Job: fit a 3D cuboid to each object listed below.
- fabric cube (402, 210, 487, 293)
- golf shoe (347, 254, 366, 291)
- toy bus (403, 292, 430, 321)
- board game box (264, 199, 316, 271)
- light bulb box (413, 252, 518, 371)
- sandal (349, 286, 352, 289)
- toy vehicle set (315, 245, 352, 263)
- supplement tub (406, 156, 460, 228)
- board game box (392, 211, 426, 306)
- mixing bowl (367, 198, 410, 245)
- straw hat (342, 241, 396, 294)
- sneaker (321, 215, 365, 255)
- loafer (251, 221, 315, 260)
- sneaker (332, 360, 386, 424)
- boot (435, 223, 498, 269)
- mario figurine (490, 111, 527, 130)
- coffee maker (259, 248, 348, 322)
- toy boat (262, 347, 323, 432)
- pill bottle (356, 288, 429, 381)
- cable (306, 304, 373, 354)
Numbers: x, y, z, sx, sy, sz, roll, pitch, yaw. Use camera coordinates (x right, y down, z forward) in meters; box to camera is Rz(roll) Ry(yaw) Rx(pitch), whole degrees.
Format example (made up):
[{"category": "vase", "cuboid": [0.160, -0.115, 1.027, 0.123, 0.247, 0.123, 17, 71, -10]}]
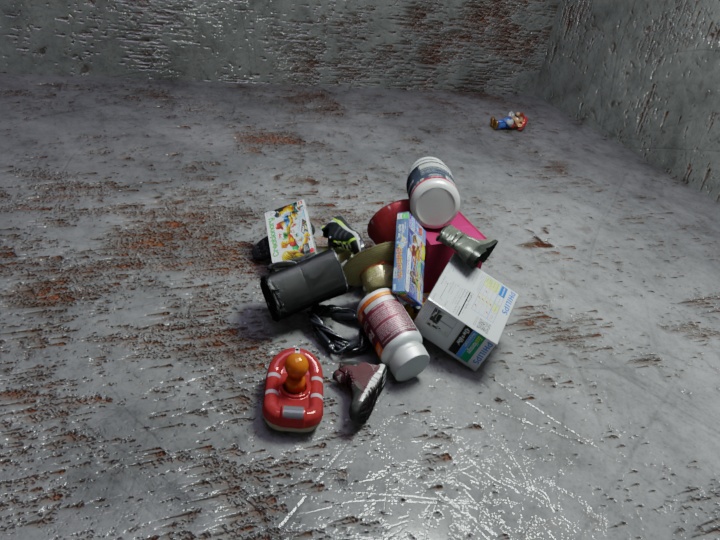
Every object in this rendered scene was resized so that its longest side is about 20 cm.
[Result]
[{"category": "fabric cube", "cuboid": [0.222, -0.038, 1.797, 0.190, 0.204, 0.201, -3, 33, -22]}, {"category": "golf shoe", "cuboid": [0.000, 0.000, 1.802, 0.075, 0.091, 0.200, -2, 9, -6]}, {"category": "toy bus", "cuboid": [0.193, 0.103, 1.690, 0.194, 0.067, 0.079, -6, 34, -25]}, {"category": "board game box", "cuboid": [-0.198, -0.100, 1.770, 0.123, 0.035, 0.204, -19, 53, 3]}, {"category": "light bulb box", "cuboid": [0.262, 0.101, 1.576, 0.197, 0.126, 0.199, 33, 47, 6]}, {"category": "sandal", "cuboid": [-0.103, 0.041, 1.717, 0.196, 0.078, 0.047, -7, 8, -40]}, {"category": "toy vehicle set", "cuboid": [-0.134, -0.036, 1.788, 0.195, 0.027, 0.124, 2, 24, 32]}, {"category": "supplement tub", "cuboid": [0.199, -0.221, 1.755, 0.136, 0.144, 0.202, 7, 30, -5]}, {"category": "board game box", "cuboid": [0.125, -0.026, 1.589, 0.033, 0.207, 0.135, -3, -19, 25]}, {"category": "mixing bowl", "cuboid": [0.127, -0.109, 1.921, 0.194, 0.202, 0.110, -6, 54, -25]}, {"category": "straw hat", "cuboid": [0.049, 0.020, 1.617, 0.196, 0.203, 0.087, -8, 57, -27]}, {"category": "sneaker", "cuboid": [-0.049, -0.077, 1.742, 0.081, 0.073, 0.200, -29, 38, -12]}, {"category": "loafer", "cuboid": [-0.222, -0.079, 1.835, 0.196, 0.071, 0.069, -26, 70, -4]}, {"category": "sneaker", "cuboid": [-0.019, 0.260, 1.380, 0.112, 0.078, 0.200, 13, 20, 15]}, {"category": "boot", "cuboid": [0.277, -0.080, 1.629, 0.130, 0.069, 0.199, 40, 26, 16]}, {"category": "mario figurine", "cuboid": [0.779, -0.790, 3.268, 0.193, 0.107, 0.127, -7, 68, -13]}, {"category": "coffee maker", "cuboid": [-0.133, 0.041, 1.552, 0.195, 0.138, 0.191, -23, 21, -17]}, {"category": "toy boat", "cuboid": [-0.137, 0.231, 1.322, 0.126, 0.134, 0.202, 6, 31, -7]}, {"category": "pill bottle", "cuboid": [0.078, 0.154, 1.501, 0.111, 0.116, 0.202, -9, 50, -29]}, {"category": "cable", "cuboid": [-0.047, 0.135, 1.584, 0.160, 0.052, 0.200, -13, 37, -33]}]
